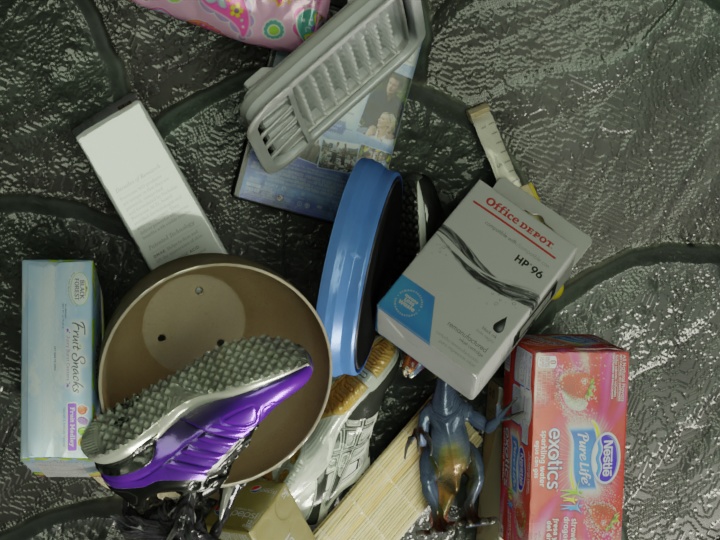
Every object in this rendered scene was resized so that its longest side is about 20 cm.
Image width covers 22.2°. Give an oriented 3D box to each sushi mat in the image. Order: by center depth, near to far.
[{"bbox_3d":[0.036,0.214,1.784,0.200,0.012,0.096,-49,133,-10],"label":"sushi mat"}]

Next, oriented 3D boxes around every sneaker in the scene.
[{"bbox_3d":[-0.123,0.131,1.511,0.199,0.070,0.100,-25,121,-2],"label":"sneaker"},{"bbox_3d":[0.081,0.000,1.771,0.089,0.070,0.202,-12,101,-26],"label":"sneaker"},{"bbox_3d":[-0.017,0.156,1.772,0.087,0.076,0.201,35,92,-31],"label":"sneaker"}]

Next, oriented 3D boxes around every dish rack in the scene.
[{"bbox_3d":[-0.030,-0.182,1.654,0.200,0.172,0.044,-41,76,-4],"label":"dish rack"}]

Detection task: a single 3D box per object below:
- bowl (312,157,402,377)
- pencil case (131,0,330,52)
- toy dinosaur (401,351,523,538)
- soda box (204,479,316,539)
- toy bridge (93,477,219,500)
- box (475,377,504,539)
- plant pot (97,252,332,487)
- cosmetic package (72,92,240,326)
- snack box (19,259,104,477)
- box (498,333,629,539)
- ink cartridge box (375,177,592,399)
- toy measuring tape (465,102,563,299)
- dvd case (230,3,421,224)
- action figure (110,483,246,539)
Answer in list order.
[{"bbox_3d":[0.000,0.000,1.663,0.039,0.201,0.203,12,96,8],"label":"bowl"},{"bbox_3d":[-0.126,-0.260,1.658,0.198,0.087,0.088,20,94,-9],"label":"pencil case"},{"bbox_3d":[0.069,0.158,1.740,0.104,0.200,0.183,-7,81,-23],"label":"toy dinosaur"},{"bbox_3d":[-0.072,0.290,1.733,0.068,0.064,0.201,-52,130,-37],"label":"soda box"},{"bbox_3d":[-0.221,0.176,1.741,0.199,0.027,0.068,25,93,-15],"label":"toy bridge"},{"bbox_3d":[0.170,0.212,1.810,0.094,0.078,0.202,4,97,-13],"label":"box"},{"bbox_3d":[-0.135,0.068,1.589,0.198,0.135,0.202,-5,110,-14],"label":"plant pot"},{"bbox_3d":[-0.185,-0.057,1.677,0.074,0.102,0.201,-32,102,-5],"label":"cosmetic package"},{"bbox_3d":[-0.259,0.091,1.606,0.067,0.200,0.170,0,80,-5],"label":"snack box"},{"bbox_3d":[0.189,0.165,1.715,0.095,0.100,0.202,0,97,-12],"label":"box"},{"bbox_3d":[0.117,0.002,1.682,0.116,0.068,0.200,35,71,13],"label":"ink cartridge box"},{"bbox_3d":[0.148,-0.062,1.785,0.073,0.074,0.201,-22,80,-9],"label":"toy measuring tape"},{"bbox_3d":[-0.031,-0.149,1.742,0.141,0.018,0.202,14,96,-14],"label":"dvd case"},{"bbox_3d":[-0.164,0.192,1.636,0.118,0.200,0.103,11,101,-13],"label":"action figure"}]
